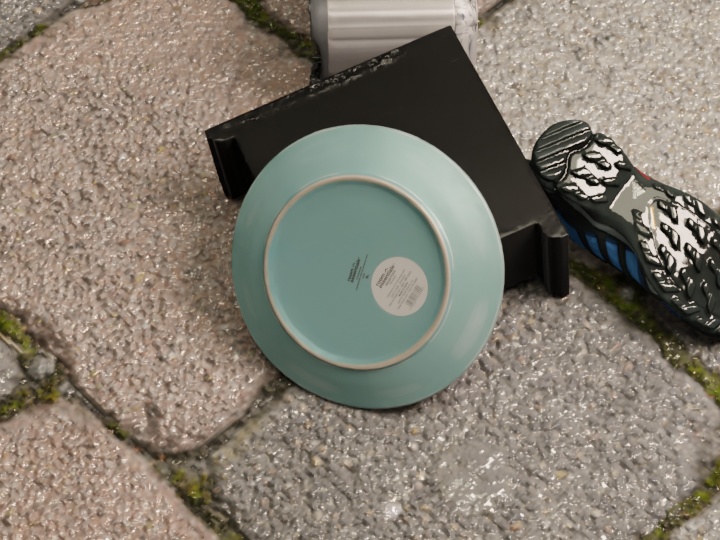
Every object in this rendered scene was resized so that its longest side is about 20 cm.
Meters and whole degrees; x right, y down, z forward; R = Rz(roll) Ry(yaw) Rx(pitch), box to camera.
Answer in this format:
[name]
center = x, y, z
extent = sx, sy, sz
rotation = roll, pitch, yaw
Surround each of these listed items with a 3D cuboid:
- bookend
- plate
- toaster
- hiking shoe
[bookend]
center = 0.021, -0.043, 1.520
extent = 0.198, 0.092, 0.200
rotation = -24, 62, -7
[plate]
center = 0.000, 0.000, 1.447
extent = 0.200, 0.201, 0.026
rotation = 17, 14, 15
[toaster]
center = 0.022, -0.213, 1.627
extent = 0.129, 0.114, 0.200
rotation = -2, 52, -1
[hiking shoe]
center = 0.202, -0.028, 1.509
extent = 0.200, 0.087, 0.074
rotation = 45, 78, 3
